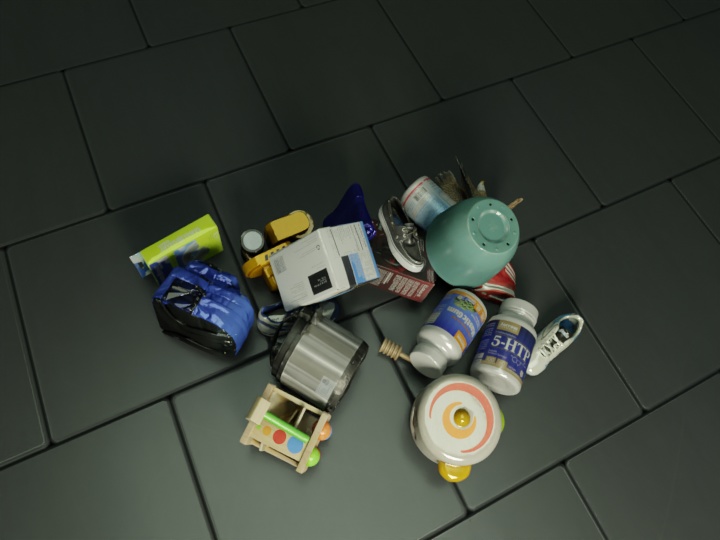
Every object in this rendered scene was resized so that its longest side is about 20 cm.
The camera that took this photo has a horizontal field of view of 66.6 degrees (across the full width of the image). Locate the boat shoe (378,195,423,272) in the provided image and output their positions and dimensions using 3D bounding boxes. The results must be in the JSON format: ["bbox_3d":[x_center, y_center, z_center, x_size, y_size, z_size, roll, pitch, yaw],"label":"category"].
[{"bbox_3d":[0.102,-0.092,1.280,0.069,0.067,0.202,1,52,-29],"label":"boat shoe"}]

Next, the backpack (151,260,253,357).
[{"bbox_3d":[-0.331,0.083,1.214,0.198,0.163,0.169,25,61,7],"label":"backpack"}]

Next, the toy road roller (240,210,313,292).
[{"bbox_3d":[-0.190,-0.040,1.315,0.198,0.123,0.147,-26,84,-16],"label":"toy road roller"}]

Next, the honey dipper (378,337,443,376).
[{"bbox_3d":[0.137,0.218,1.273,0.198,0.038,0.038,28,65,3],"label":"honey dipper"}]

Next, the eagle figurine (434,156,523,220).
[{"bbox_3d":[0.290,-0.188,1.422,0.198,0.153,0.152,25,27,-11],"label":"eagle figurine"}]

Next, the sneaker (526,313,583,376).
[{"bbox_3d":[0.455,0.171,1.307,0.199,0.073,0.072,-40,76,-20],"label":"sneaker"}]

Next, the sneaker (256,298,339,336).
[{"bbox_3d":[-0.141,0.102,1.267,0.197,0.088,0.076,-14,65,-14],"label":"sneaker"}]

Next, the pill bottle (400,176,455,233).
[{"bbox_3d":[0.201,-0.138,1.403,0.108,0.109,0.200,-38,74,-21],"label":"pill bottle"}]

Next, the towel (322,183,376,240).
[{"bbox_3d":[-0.027,-0.105,1.321,0.049,0.148,0.201,27,27,-27],"label":"towel"}]

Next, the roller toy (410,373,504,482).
[{"bbox_3d":[0.199,0.319,1.163,0.200,0.140,0.183,-41,78,-16],"label":"roller toy"}]

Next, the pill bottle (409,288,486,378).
[{"bbox_3d":[0.198,0.145,1.254,0.111,0.113,0.200,35,57,11],"label":"pill bottle"}]

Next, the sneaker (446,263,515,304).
[{"bbox_3d":[0.298,0.003,1.378,0.198,0.079,0.117,24,55,-8],"label":"sneaker"}]

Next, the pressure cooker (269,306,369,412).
[{"bbox_3d":[-0.099,0.183,1.181,0.198,0.179,0.177,29,70,6],"label":"pressure cooker"}]

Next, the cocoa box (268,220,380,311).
[{"bbox_3d":[-0.079,-0.007,1.182,0.130,0.199,0.135,-15,85,-43],"label":"cocoa box"}]

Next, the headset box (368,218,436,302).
[{"bbox_3d":[0.092,-0.022,1.317,0.198,0.075,0.150,19,46,-14],"label":"headset box"}]

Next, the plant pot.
[{"bbox_3d":[0.268,-0.077,1.253,0.197,0.161,0.204,4,74,-13],"label":"plant pot"}]

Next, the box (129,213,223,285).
[{"bbox_3d":[-0.425,-0.042,1.284,0.199,0.122,0.048,-33,73,-19],"label":"box"}]

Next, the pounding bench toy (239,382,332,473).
[{"bbox_3d":[-0.141,0.318,1.093,0.154,0.200,0.125,25,74,7],"label":"pounding bench toy"}]

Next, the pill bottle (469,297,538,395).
[{"bbox_3d":[0.339,0.171,1.267,0.118,0.120,0.202,25,65,6],"label":"pill bottle"}]
